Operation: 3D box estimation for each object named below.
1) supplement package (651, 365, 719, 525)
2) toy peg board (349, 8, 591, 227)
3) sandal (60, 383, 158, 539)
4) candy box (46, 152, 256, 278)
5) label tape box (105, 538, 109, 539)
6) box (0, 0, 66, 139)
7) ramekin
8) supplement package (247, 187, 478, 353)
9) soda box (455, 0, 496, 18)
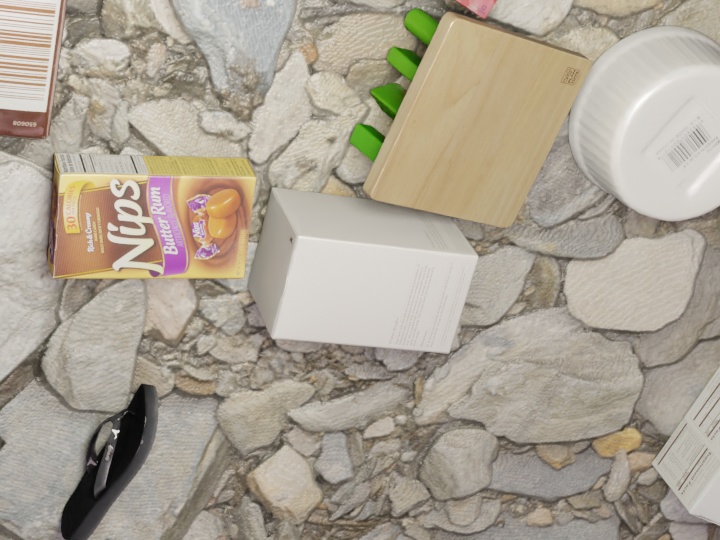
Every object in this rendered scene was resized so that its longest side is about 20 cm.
[{"bbox_3d":[0.489,0.234,2.060,0.199,0.111,0.156,24,108,-27],"label":"supplement package"},{"bbox_3d":[0.101,-0.167,1.749,0.199,0.098,0.201,10,115,-39],"label":"toy peg board"},{"bbox_3d":[-0.273,0.208,1.817,0.043,0.076,0.201,23,108,-29],"label":"sandal"},{"bbox_3d":[-0.211,-0.053,1.714,0.199,0.057,0.117,0,117,-17],"label":"candy box"},{"bbox_3d":[-0.291,0.421,1.931,0.144,0.063,0.200,-31,121,0],"label":"label tape box"},{"bbox_3d":[-0.352,-0.230,1.481,0.164,0.200,0.167,3,115,-19],"label":"box"},{"bbox_3d":[0.331,-0.150,1.816,0.200,0.098,0.201,-7,118,-14],"label":"ramekin"},{"bbox_3d":[0.000,0.000,1.772,0.199,0.120,0.122,6,116,-21],"label":"supplement package"},{"bbox_3d":[0.056,-0.327,1.654,0.200,0.063,0.070,27,106,-27],"label":"soda box"}]
